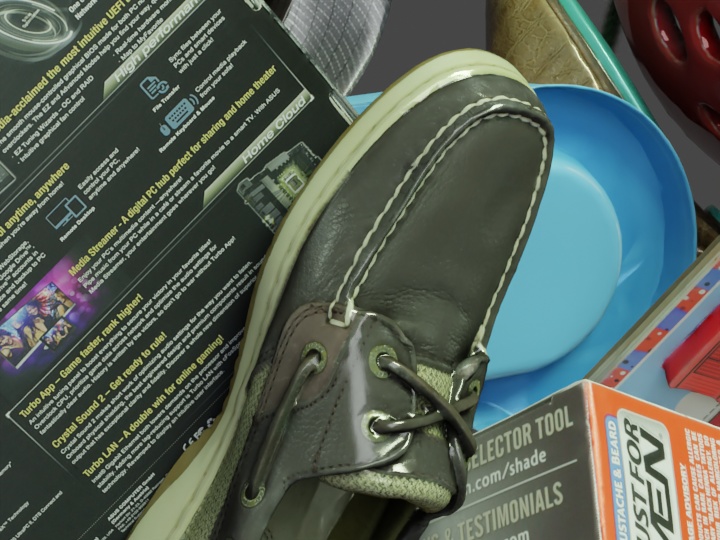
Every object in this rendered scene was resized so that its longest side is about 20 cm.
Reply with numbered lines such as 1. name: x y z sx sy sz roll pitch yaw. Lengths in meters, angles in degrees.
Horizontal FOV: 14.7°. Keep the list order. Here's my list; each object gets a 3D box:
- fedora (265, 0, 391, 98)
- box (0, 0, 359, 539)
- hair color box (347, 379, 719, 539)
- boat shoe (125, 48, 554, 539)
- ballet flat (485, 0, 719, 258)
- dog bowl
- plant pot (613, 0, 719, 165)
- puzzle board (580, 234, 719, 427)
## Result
1. fedora: -0.095 -0.104 0.865 0.200 0.090 0.177 39 77 -8
2. box: -0.093 0.006 0.712 0.200 0.044 0.160 -46 128 -4
3. hair color box: 0.093 0.099 0.795 0.200 0.111 0.064 21 54 -39
4. boat shoe: 0.000 0.042 0.718 0.072 0.066 0.201 20 105 -43
5. ballet flat: 0.087 -0.011 0.899 0.072 0.068 0.200 -39 91 5
6. dog bowl: 0.000 0.000 0.819 0.199 0.050 0.112 -9 110 -20
7. plant pot: 0.195 -0.108 0.847 0.200 0.182 0.201 -2 96 -15
8. puzzle board: 0.146 0.035 0.813 0.150 0.200 0.017 19 42 -27
